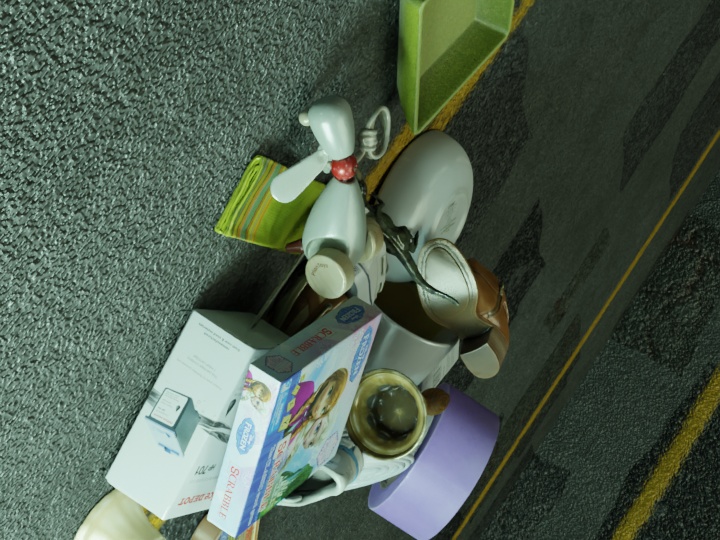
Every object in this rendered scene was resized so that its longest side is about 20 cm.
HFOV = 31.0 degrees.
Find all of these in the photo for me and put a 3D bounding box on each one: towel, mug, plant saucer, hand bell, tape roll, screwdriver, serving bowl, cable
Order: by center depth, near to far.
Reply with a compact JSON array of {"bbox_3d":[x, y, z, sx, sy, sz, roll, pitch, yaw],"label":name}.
[{"bbox_3d":[-0.082,-0.062,1.327,0.086,0.018,0.200,-60,160,5],"label":"towel"},{"bbox_3d":[-0.193,0.320,1.338,0.104,0.199,0.104,-47,157,-27],"label":"hand bell"},{"bbox_3d":[-0.067,-0.016,1.367,0.200,0.029,0.028,-52,157,-27],"label":"screwdriver"},{"bbox_3d":[0.099,-0.279,1.405,0.200,0.048,0.201,-48,157,-28],"label":"plant saucer"},{"bbox_3d":[0.069,0.165,1.573,0.105,0.104,0.200,-63,158,12],"label":"hand bell"},{"bbox_3d":[0.086,-0.071,1.618,0.200,0.065,0.201,-46,149,-37],"label":"serving bowl"},{"bbox_3d":[-0.030,0.232,1.646,0.200,0.199,0.070,33,46,-63],"label":"cable"},{"bbox_3d":[0.035,0.104,1.671,0.186,0.149,0.154,-5,132,-58],"label":"mug"},{"bbox_3d":[0.098,0.258,1.757,0.201,0.085,0.200,-55,-174,9],"label":"tape roll"}]

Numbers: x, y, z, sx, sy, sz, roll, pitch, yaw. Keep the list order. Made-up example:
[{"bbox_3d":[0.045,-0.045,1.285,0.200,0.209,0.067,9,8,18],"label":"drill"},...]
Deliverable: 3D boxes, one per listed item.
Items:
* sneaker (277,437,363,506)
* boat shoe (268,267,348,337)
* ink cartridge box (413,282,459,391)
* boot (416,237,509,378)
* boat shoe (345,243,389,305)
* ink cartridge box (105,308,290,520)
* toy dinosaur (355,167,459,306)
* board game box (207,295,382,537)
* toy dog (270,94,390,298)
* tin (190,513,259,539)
[{"bbox_3d":[-0.100,0.237,1.479,0.087,0.198,0.076,-58,135,-71],"label":"sneaker"},{"bbox_3d":[-0.079,0.097,1.477,0.201,0.074,0.076,-64,159,13],"label":"boat shoe"},{"bbox_3d":[0.053,0.139,1.834,0.200,0.087,0.146,-50,158,-26],"label":"ink cartridge box"},{"bbox_3d":[0.137,0.018,1.627,0.076,0.201,0.156,-24,-158,24],"label":"boot"},{"bbox_3d":[0.000,0.000,1.490,0.066,0.072,0.200,-41,166,-10],"label":"boat shoe"},{"bbox_3d":[-0.158,0.146,1.346,0.201,0.086,0.146,-63,161,7],"label":"ink cartridge box"},{"bbox_3d":[0.038,-0.039,1.497,0.047,0.200,0.088,-40,-163,6],"label":"toy dinosaur"},{"bbox_3d":[-0.066,0.148,1.341,0.199,0.041,0.201,-33,146,-54],"label":"board game box"},{"bbox_3d":[-0.040,-0.076,1.302,0.132,0.096,0.202,-13,109,-63],"label":"toy dog"},{"bbox_3d":[-0.179,0.364,1.676,0.112,0.042,0.201,-37,151,-37],"label":"tin"}]
